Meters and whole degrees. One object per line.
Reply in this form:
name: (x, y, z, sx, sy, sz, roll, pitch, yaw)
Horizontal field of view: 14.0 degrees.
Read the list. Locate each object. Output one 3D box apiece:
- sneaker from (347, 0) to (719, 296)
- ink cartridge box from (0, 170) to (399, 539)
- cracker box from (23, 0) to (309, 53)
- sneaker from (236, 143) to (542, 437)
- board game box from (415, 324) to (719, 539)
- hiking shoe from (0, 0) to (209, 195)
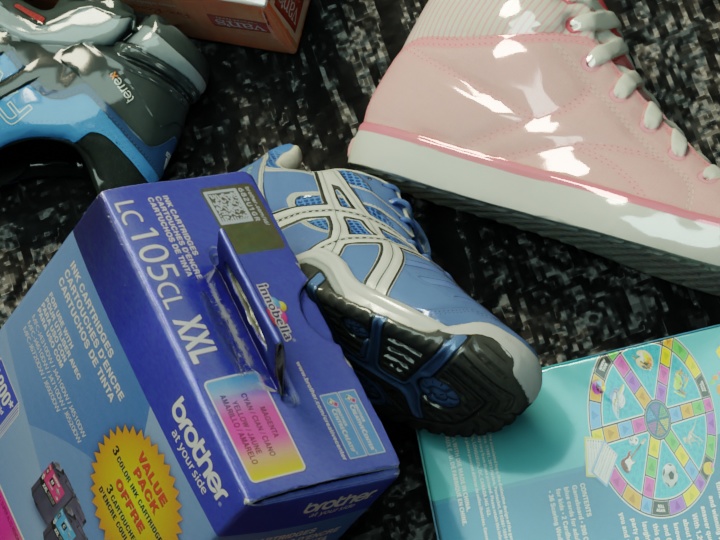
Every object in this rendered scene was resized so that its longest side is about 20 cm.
sneaker: (0.100, -0.059, 1.154, 0.200, 0.075, 0.105, 19, 83, 22)
ink cartridge box: (-0.070, 0.057, 1.095, 0.200, 0.076, 0.137, -49, 61, 42)
cracker box: (-0.070, -0.201, 1.248, 0.134, 0.058, 0.200, 10, 76, 16)
sneaker: (0.000, 0.000, 1.134, 0.077, 0.076, 0.200, -43, 45, -21)
board game box: (0.132, 0.101, 1.112, 0.200, 0.047, 0.151, -14, 70, 8)
hiking shoe: (-0.166, -0.079, 1.221, 0.200, 0.074, 0.087, 13, 75, 16)
